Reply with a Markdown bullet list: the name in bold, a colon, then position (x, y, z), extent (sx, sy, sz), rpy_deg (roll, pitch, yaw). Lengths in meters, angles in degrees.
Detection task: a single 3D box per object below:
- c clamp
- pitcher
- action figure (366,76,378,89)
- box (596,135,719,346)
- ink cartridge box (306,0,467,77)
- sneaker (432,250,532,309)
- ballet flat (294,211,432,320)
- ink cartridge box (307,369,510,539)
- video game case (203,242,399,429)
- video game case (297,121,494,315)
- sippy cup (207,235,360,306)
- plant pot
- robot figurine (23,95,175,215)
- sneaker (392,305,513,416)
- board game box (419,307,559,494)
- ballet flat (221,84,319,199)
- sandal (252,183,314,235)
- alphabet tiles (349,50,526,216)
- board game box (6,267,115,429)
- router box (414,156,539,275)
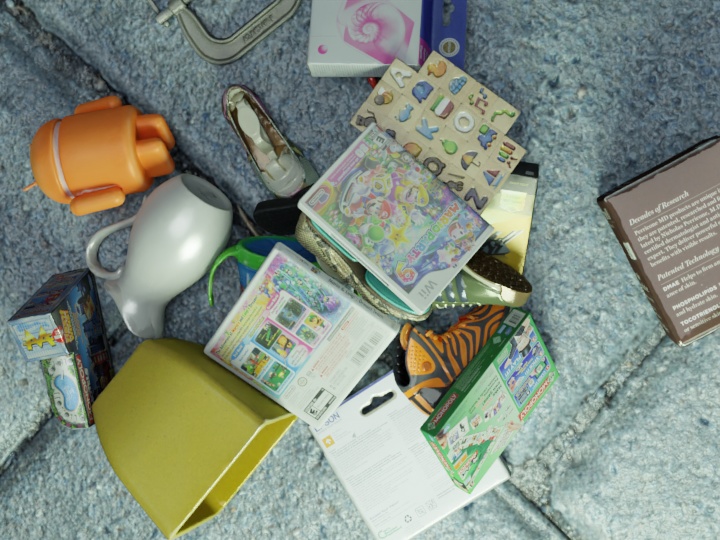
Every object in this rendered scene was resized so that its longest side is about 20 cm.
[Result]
- **c clamp**: position (-0.183, -0.369, 1.677), extent (0.199, 0.027, 0.172), rpy_deg (-31, 89, 8)
- **pitcher**: position (-0.270, -0.039, 1.670), extent (0.171, 0.121, 0.201), rpy_deg (42, 109, 19)
- **action figure**: position (0.071, -0.165, 1.647), extent (0.065, 0.052, 0.201), rpy_deg (-20, 95, 13)
- **box**: position (0.409, -0.038, 1.551), extent (0.163, 0.166, 0.201), rpy_deg (-28, 89, 8)
- **ink cartridge box**: position (0.037, -0.343, 1.615), extent (0.198, 0.043, 0.198), rpy_deg (1, 73, 8)
- **sneaker**: position (0.109, 0.014, 1.590), extent (0.199, 0.067, 0.090), rpy_deg (25, 118, 5)
- **ballet flat**: position (0.000, 0.000, 1.558), extent (0.200, 0.068, 0.075), rpy_deg (40, 141, 3)
- **ink cartridge box**: position (0.064, 0.234, 1.664), extent (0.196, 0.043, 0.201), rpy_deg (-32, 86, 7)
- **video game case**: position (-0.076, 0.085, 1.576), extent (0.181, 0.024, 0.200), rpy_deg (35, 124, -4)
- **video game case**: position (0.043, -0.064, 1.529), extent (0.200, 0.018, 0.143), rpy_deg (41, 73, 3)
- **sippy cup**: position (-0.099, 0.034, 1.644), extent (0.177, 0.139, 0.132), rpy_deg (16, 106, 28)
- **plant pot**: position (-0.227, 0.194, 1.636), extent (0.200, 0.195, 0.195), rpy_deg (41, 97, 9)
- **robot figurine**: position (-0.346, -0.153, 1.667), extent (0.198, 0.117, 0.145), rpy_deg (-9, 98, 7)
- **sneaker**: position (0.113, 0.083, 1.603), extent (0.112, 0.078, 0.201), rpy_deg (37, 65, -8)
- **board game box**: position (0.164, 0.163, 1.580), extent (0.029, 0.135, 0.200), rpy_deg (24, 65, 41)
- **ballet flat**: position (-0.121, -0.158, 1.659), extent (0.069, 0.071, 0.201), rpy_deg (-34, 89, 7)
- **sandal**: position (-0.054, -0.086, 1.628), extent (0.199, 0.075, 0.048), rpy_deg (-2, 55, 36)
- **alphabet tiles**: position (0.095, -0.164, 1.560), extent (0.199, 0.006, 0.167), rpy_deg (36, 93, 4)
- **board game box**: position (-0.384, 0.103, 1.641), extent (0.061, 0.200, 0.202), rpy_deg (-11, 91, 7)
- **router box**: position (0.119, -0.068, 1.616), extent (0.198, 0.052, 0.159), rpy_deg (8, 116, 6)
